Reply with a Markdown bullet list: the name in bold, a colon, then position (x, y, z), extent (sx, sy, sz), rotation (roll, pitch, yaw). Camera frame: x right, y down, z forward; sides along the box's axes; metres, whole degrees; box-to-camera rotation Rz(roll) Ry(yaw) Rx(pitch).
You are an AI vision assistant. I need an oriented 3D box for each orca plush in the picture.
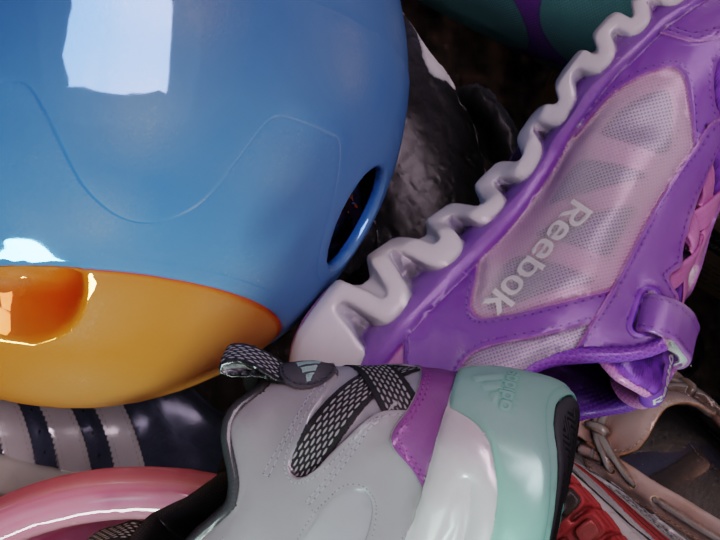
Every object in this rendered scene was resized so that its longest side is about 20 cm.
- **orca plush**: position (0.000, 0.000, 0.921), extent (0.071, 0.105, 0.201), rotation (-16, 103, -48)

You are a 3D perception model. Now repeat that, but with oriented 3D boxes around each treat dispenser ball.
- **treat dispenser ball**: position (-0.086, -0.059, 0.825), extent (0.200, 0.201, 0.202), rotation (3, 80, -18)

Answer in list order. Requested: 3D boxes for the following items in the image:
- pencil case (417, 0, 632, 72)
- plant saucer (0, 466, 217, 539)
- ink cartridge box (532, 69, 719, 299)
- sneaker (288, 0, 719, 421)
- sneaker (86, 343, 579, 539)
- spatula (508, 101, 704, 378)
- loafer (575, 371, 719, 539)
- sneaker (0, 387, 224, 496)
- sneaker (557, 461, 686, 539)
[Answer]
- **pencil case**: position (0.066, -0.119, 0.917), extent (0.199, 0.085, 0.093), rotation (26, 87, 9)
- **plant saucer**: position (-0.064, 0.147, 0.867), extent (0.200, 0.051, 0.201), rotation (1, 113, 2)
- **ink cartridge box**: position (0.170, -0.087, 1.012), extent (0.164, 0.075, 0.201), rotation (28, 73, -11)
- **sneaker**: position (0.076, -0.005, 0.820), extent (0.200, 0.081, 0.088), rotation (-45, 60, -4)
- **sneaker**: position (-0.017, 0.107, 0.789), extent (0.139, 0.078, 0.201), rotation (10, 115, 9)
- **spatula**: position (0.090, -0.009, 0.931), extent (0.057, 0.200, 0.021), rotation (-43, 54, -7)
- **loafer**: position (0.113, 0.069, 0.933), extent (0.072, 0.063, 0.200), rotation (-28, 62, -36)
- **sneaker**: position (-0.106, 0.044, 0.905), extent (0.199, 0.075, 0.085), rotation (22, 69, -20)
- **sneaker**: position (0.095, 0.114, 0.878), extent (0.200, 0.082, 0.078), rotation (41, 99, 3)
